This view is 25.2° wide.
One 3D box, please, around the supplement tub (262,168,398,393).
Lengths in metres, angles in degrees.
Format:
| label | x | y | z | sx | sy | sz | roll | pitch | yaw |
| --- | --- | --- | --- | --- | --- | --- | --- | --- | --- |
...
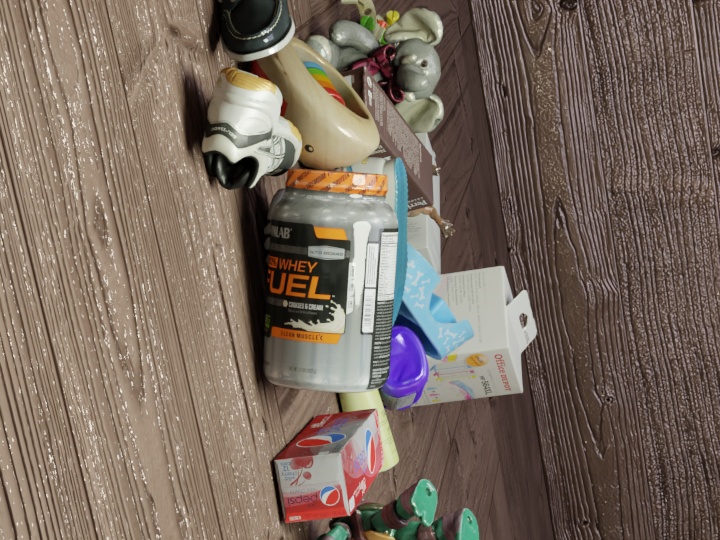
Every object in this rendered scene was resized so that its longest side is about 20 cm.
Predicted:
| label | x | y | z | sx | sy | sz | roll | pitch | yaw |
| --- | --- | --- | --- | --- | --- | --- | --- | --- | --- |
| supplement tub | -0.027 | 0.008 | 1.511 | 0.122 | 0.121 | 0.202 | -13 | 107 | -79 |

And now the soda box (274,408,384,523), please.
| label | x | y | z | sx | sy | sz | roll | pitch | yaw |
| --- | --- | --- | --- | --- | --- | --- | --- | --- | --- |
| soda box | -0.028 | 0.190 | 1.597 | 0.200 | 0.069 | 0.064 | -33 | 114 | -77 |

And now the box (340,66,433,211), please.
| label | x | y | z | sx | sy | sz | roll | pitch | yaw |
| --- | --- | --- | --- | --- | --- | --- | --- | --- | --- |
| box | 0.001 | -0.137 | 1.812 | 0.200 | 0.099 | 0.076 | 45 | 37 | -54 |

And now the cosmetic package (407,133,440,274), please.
| label | x | y | z | sx | sy | sz | roll | pitch | yaw |
| --- | --- | --- | --- | --- | --- | --- | --- | --- | --- |
| cosmetic package | 0.063 | -0.076 | 2.190 | 0.108 | 0.084 | 0.201 | 69 | 17 | -51 |

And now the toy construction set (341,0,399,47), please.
| label | x | y | z | sx | sy | sz | roll | pitch | yaw |
| --- | --- | --- | --- | --- | --- | --- | --- | --- | --- |
| toy construction set | 0.020 | -0.315 | 2.115 | 0.200 | 0.091 | 0.132 | 48 | 60 | -58 |

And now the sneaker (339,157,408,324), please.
| label | x | y | z | sx | sy | sz | roll | pitch | yaw |
| --- | --- | --- | --- | --- | --- | --- | --- | --- | --- |
| sneaker | 0.005 | -0.019 | 1.712 | 0.076 | 0.080 | 0.202 | 0 | 93 | -76 |

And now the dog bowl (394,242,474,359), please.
| label | x | y | z | sx | sy | sz | roll | pitch | yaw |
| --- | --- | --- | --- | --- | --- | --- | --- | --- | --- |
| dog bowl | 0.057 | 0.030 | 1.849 | 0.111 | 0.050 | 0.200 | 31 | -17 | 45 |

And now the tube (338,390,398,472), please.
| label | x | y | z | sx | sy | sz | roll | pitch | yaw |
| --- | --- | --- | --- | --- | --- | --- | --- | --- | --- |
| tube | -0.004 | 0.129 | 1.823 | 0.058 | 0.052 | 0.202 | 0 | -72 | 59 |

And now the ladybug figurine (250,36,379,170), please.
| label | x | y | z | sx | sy | sz | roll | pitch | yaw |
| --- | --- | --- | --- | --- | --- | --- | --- | --- | --- |
| ladybug figurine | -0.053 | -0.163 | 1.592 | 0.135 | 0.072 | 0.201 | 31 | 19 | -35 |

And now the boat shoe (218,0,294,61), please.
| label | x | y | z | sx | sy | sz | roll | pitch | yaw |
| --- | --- | --- | --- | --- | --- | --- | --- | --- | --- |
| boat shoe | -0.104 | -0.263 | 1.531 | 0.201 | 0.075 | 0.061 | -102 | 178 | -57 |

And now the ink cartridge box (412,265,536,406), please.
| label | x | y | z | sx | sy | sz | roll | pitch | yaw |
| --- | --- | --- | --- | --- | --- | --- | --- | --- | --- |
| ink cartridge box | 0.130 | 0.087 | 2.121 | 0.129 | 0.198 | 0.126 | 65 | 21 | -55 |

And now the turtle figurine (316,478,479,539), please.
| label | x | y | z | sx | sy | sz | roll | pitch | yaw |
| --- | --- | --- | --- | --- | --- | --- | --- | --- | --- |
| turtle figurine | 0.010 | 0.270 | 1.570 | 0.149 | 0.199 | 0.102 | 21 | 49 | -44 |

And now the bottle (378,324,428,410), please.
| label | x | y | z | sx | sy | sz | roll | pitch | yaw |
| --- | --- | --- | --- | --- | --- | --- | --- | --- | --- |
| bottle | 0.040 | 0.123 | 1.921 | 0.200 | 0.065 | 0.084 | 99 | -28 | -76 |

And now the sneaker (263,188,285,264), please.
| label | x | y | z | sx | sy | sz | roll | pitch | yaw |
| --- | --- | --- | --- | --- | --- | --- | --- | --- | --- |
| sneaker | -0.046 | 0.014 | 1.606 | 0.075 | 0.080 | 0.202 | -46 | 126 | -73 |

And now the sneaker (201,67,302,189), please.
| label | x | y | z | sx | sy | sz | roll | pitch | yaw |
| --- | --- | --- | --- | --- | --- | --- | --- | --- | --- |
| sneaker | -0.107 | -0.111 | 1.451 | 0.200 | 0.075 | 0.088 | 59 | 51 | -74 |

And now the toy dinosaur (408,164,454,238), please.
| label | x | y | z | sx | sy | sz | roll | pitch | yaw |
| --- | --- | --- | --- | --- | --- | --- | --- | --- | --- |
| toy dinosaur | 0.051 | -0.120 | 2.003 | 0.136 | 0.085 | 0.201 | 58 | 21 | -49 |

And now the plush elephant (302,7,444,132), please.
| label | x | y | z | sx | sy | sz | roll | pitch | yaw |
| --- | --- | --- | --- | --- | --- | --- | --- | --- | --- |
| plush elephant | 0.029 | -0.231 | 1.940 | 0.200 | 0.153 | 0.166 | -68 | 148 | -67 |
